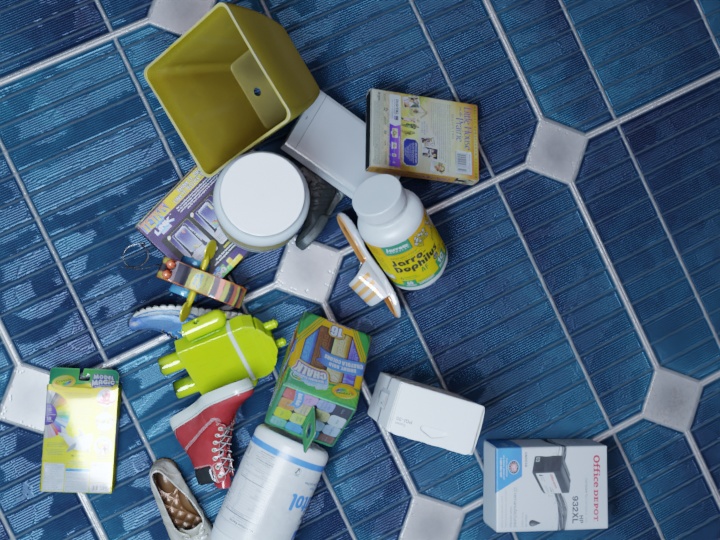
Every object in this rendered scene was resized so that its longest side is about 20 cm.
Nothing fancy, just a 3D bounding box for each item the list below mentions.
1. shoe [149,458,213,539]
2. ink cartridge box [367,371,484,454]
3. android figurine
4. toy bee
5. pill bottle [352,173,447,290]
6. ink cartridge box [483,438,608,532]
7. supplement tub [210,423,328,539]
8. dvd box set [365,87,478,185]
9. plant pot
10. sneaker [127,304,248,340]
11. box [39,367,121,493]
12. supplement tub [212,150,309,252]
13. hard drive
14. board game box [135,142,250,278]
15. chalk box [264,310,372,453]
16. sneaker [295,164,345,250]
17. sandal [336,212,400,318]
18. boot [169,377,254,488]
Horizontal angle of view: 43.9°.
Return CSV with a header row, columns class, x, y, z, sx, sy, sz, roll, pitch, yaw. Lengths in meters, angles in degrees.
class,x,y,z,sx,sy,sz,roll,pitch,yaw
shoe,-0.295,0.407,1.474,0.070,0.053,0.200,-28,92,-8
ink cartridge box,0.104,0.230,1.464,0.146,0.200,0.083,17,86,-7
android figurine,-0.220,0.138,1.450,0.200,0.041,0.182,-24,132,-2
toy bee,-0.279,0.016,1.408,0.200,0.109,0.131,0,88,-8
pill bottle,0.063,-0.064,1.463,0.113,0.200,0.113,-13,51,17
ink cartridge box,0.320,0.370,1.548,0.200,0.084,0.145,1,87,-8
supplement tub,-0.147,0.364,1.459,0.132,0.132,0.200,24,85,-7
dvd box set,0.107,-0.229,1.538,0.200,0.029,0.146,5,74,-17
plant pot,-0.185,-0.297,1.434,0.200,0.176,0.200,-29,93,33
sneaker,-0.284,0.103,1.476,0.200,0.079,0.089,7,85,-8
box,-0.455,0.259,1.461,0.117,0.048,0.200,4,90,-8
supplement tub,-0.154,-0.105,1.383,0.145,0.200,0.145,0,88,-8
hard drive,-0.022,-0.200,1.514,0.200,0.027,0.132,35,61,-15
board game box,-0.247,-0.085,1.499,0.165,0.057,0.200,44,83,-2
chalk box,-0.072,0.191,1.432,0.124,0.125,0.200,22,45,-7
sneaker,-0.082,-0.140,1.522,0.104,0.060,0.200,36,75,-10
sandal,-0.001,0.001,1.525,0.059,0.079,0.207,-31,84,-7
boot,-0.214,0.264,1.424,0.072,0.200,0.144,-11,69,-49
